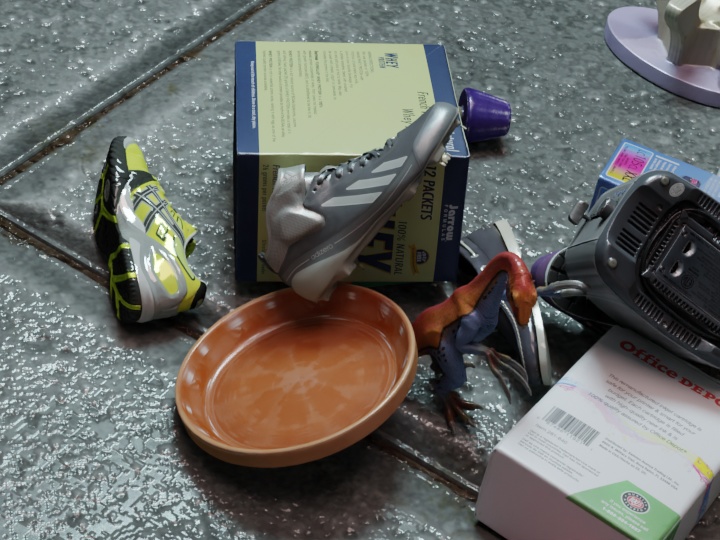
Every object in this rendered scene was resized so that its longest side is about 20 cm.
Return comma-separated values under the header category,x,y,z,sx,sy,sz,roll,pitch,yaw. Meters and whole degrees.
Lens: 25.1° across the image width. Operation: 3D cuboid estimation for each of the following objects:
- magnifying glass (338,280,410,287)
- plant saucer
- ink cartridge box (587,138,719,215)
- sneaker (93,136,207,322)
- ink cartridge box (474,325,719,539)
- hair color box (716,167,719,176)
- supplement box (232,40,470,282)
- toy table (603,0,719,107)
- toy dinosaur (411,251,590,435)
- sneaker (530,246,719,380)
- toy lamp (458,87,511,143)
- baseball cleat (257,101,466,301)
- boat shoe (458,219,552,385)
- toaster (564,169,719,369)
category,x,y,z,sx,sy,sz,roll,pitch,yaw
magnifying glass,0.000,0.000,1.460,0.199,0.023,0.079,-26,52,-38
plant saucer,-0.050,0.085,1.296,0.198,0.033,0.201,-10,37,8
ink cartridge box,0.301,-0.016,1.457,0.198,0.137,0.077,22,44,13
sneaker,-0.187,-0.034,1.422,0.076,0.076,0.201,1,51,-23
ink cartridge box,0.206,0.152,1.281,0.144,0.085,0.200,31,44,21
hair color box,0.384,-0.051,1.578,0.098,0.061,0.200,22,41,12
supplement box,-0.015,-0.100,1.459,0.197,0.135,0.201,0,37,-5
toy table,0.373,-0.276,1.792,0.199,0.118,0.184,25,42,14
toy dinosaur,0.082,0.049,1.289,0.198,0.182,0.106,6,50,4
sneaker,0.242,0.035,1.434,0.199,0.088,0.076,30,84,-10
toy lamp,0.053,-0.160,1.627,0.198,0.059,0.059,3,41,-11
baseball cleat,-0.008,-0.072,1.315,0.106,0.201,0.070,37,4,-2
boat shoe,0.123,0.033,1.424,0.062,0.073,0.201,-13,40,0
toaster,0.262,0.005,1.327,0.199,0.129,0.114,34,84,-10
